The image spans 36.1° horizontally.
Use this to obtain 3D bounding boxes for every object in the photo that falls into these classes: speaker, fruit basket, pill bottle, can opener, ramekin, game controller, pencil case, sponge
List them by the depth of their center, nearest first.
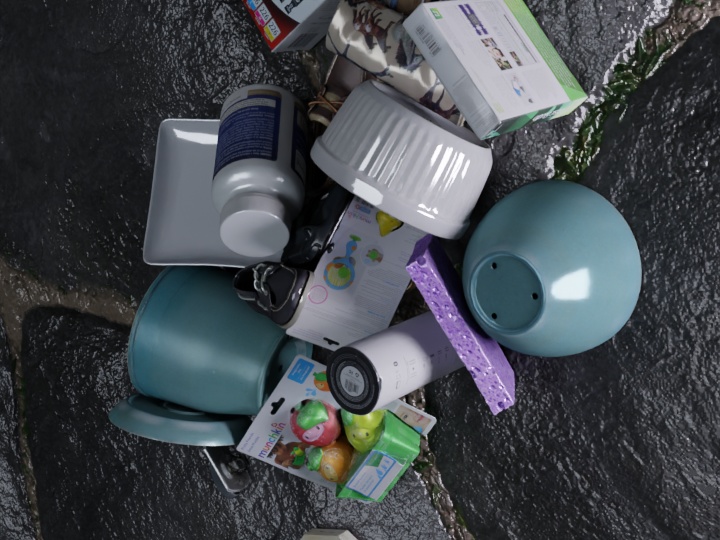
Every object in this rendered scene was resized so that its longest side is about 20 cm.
[{"bbox_3d":[0.053,-0.130,1.239,0.200,0.200,0.105,36,106,22],"label":"ramekin"},{"bbox_3d":[0.052,-0.248,1.246,0.199,0.078,0.090,31,95,6],"label":"pencil case"},{"bbox_3d":[0.117,0.057,1.263,0.030,0.112,0.201,-29,101,15],"label":"sponge"},{"bbox_3d":[0.054,0.101,1.293,0.081,0.199,0.082,13,111,37],"label":"speaker"},{"bbox_3d":[-0.050,-0.053,1.303,0.042,0.200,0.105,38,80,-9],"label":"game controller"},{"bbox_3d":[-0.120,-0.118,1.323,0.111,0.111,0.201,-35,39,36],"label":"pill bottle"},{"bbox_3d":[-0.032,0.212,1.399,0.199,0.094,0.186,23,122,-18],"label":"fruit basket"},{"bbox_3d":[-0.231,0.242,1.617,0.067,0.053,0.201,-40,78,34],"label":"can opener"}]

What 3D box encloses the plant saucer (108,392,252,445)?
[{"bbox_3d":[-0.237,0.195,1.489,0.199,0.200,0.028,12,96,32],"label":"plant saucer"}]

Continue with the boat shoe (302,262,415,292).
[{"bbox_3d":[-0.007,-0.011,1.400,0.199,0.063,0.074,11,93,29],"label":"boat shoe"}]

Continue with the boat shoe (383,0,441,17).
[{"bbox_3d":[0.104,-0.354,1.226,0.072,0.072,0.200,47,133,10],"label":"boat shoe"}]

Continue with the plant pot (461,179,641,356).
[{"bbox_3d":[0.190,0.010,1.215,0.199,0.134,0.202,10,108,32],"label":"plant pot"}]

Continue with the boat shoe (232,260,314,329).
[{"bbox_3d":[-0.108,0.023,1.317,0.073,0.062,0.200,-67,16,-7],"label":"boat shoe"}]

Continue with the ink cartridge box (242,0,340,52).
[{"bbox_3d":[-0.077,-0.397,1.326,0.175,0.084,0.201,-36,80,35],"label":"ink cartridge box"}]

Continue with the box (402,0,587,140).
[{"bbox_3d":[0.144,-0.216,1.148,0.036,0.200,0.145,-39,79,39],"label":"box"}]

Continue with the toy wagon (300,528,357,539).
[{"bbox_3d":[-0.031,0.461,1.545,0.154,0.039,0.201,-7,99,36],"label":"toy wagon"}]

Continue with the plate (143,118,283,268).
[{"bbox_3d":[-0.179,-0.099,1.445,0.199,0.032,0.201,2,79,15],"label":"plate"}]

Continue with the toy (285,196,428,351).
[{"bbox_3d":[0.000,0.000,1.321,0.115,0.047,0.201,22,106,-18],"label":"toy"}]

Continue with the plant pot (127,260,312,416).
[{"bbox_3d":[-0.172,0.102,1.464,0.187,0.200,0.201,18,112,22],"label":"plant pot"}]

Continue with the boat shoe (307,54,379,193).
[{"bbox_3d":[-0.027,-0.189,1.352,0.072,0.072,0.201,27,116,26],"label":"boat shoe"}]
